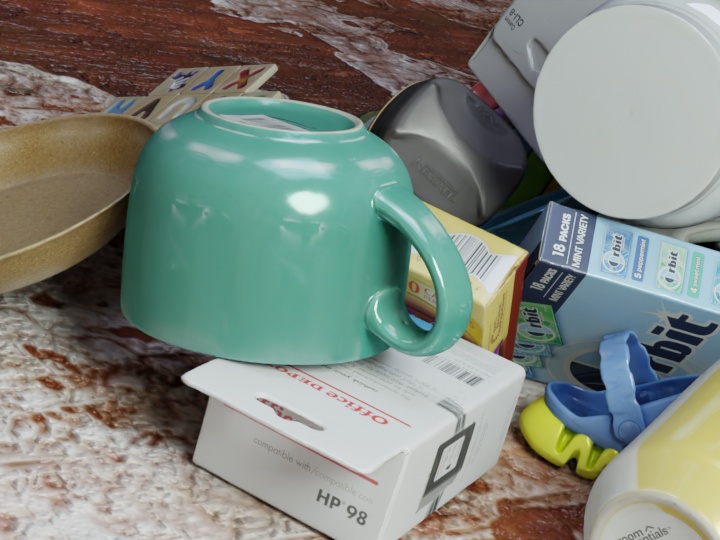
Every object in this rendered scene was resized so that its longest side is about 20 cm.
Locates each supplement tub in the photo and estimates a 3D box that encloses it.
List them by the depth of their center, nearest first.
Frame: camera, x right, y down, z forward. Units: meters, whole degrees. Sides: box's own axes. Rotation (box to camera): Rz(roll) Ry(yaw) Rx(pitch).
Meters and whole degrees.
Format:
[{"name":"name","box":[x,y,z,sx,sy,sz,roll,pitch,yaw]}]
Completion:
[{"name":"supplement tub","box":[0.203,-0.103,1.028,0.145,0.145,0.200,28,21,24]}]

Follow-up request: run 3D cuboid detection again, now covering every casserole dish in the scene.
[{"name":"casserole dish","box":[0.111,-0.023,1.178,0.121,0.039,0.200,-22,3,-4]}]

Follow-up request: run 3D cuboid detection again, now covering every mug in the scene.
[{"name":"mug","box":[0.194,0.110,0.845,0.149,0.187,0.153,24,29,35]},{"name":"mug","box":[-0.032,-0.026,0.891,0.185,0.115,0.152,6,15,-1]}]

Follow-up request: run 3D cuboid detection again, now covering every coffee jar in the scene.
[{"name":"coffee jar","box":[0.038,-0.071,1.158,0.104,0.085,0.200,42,-12,-10]}]

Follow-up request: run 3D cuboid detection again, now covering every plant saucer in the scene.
[{"name":"plant saucer","box":[-0.205,-0.032,0.962,0.200,0.035,0.200,-12,26,6]}]

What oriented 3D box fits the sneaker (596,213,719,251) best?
[{"name":"sneaker","box":[0.232,-0.010,1.126,0.099,0.078,0.200,15,25,34]}]

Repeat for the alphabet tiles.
[{"name":"alphabet tiles","box":[-0.146,-0.073,1.049,0.166,0.006,0.200,5,41,45]}]

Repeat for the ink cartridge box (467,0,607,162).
[{"name":"ink cartridge box","box":[0.214,-0.140,1.250,0.200,0.145,0.145,20,26,-37]}]

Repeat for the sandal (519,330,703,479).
[{"name":"sandal","box":[0.198,0.100,0.989,0.200,0.087,0.079,22,20,6]}]

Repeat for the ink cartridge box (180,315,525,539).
[{"name":"ink cartridge box","box":[-0.007,0.082,0.888,0.116,0.067,0.200,25,22,21]}]

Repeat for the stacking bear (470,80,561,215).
[{"name":"stacking bear","box":[0.155,-0.054,1.319,0.200,0.122,0.114,32,22,15]}]

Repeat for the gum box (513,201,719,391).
[{"name":"gum box","box":[0.184,0.036,1.044,0.200,0.170,0.045,15,65,-5]}]

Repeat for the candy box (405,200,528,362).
[{"name":"candy box","box":[0.000,0.000,1.019,0.200,0.117,0.056,26,53,19]}]
